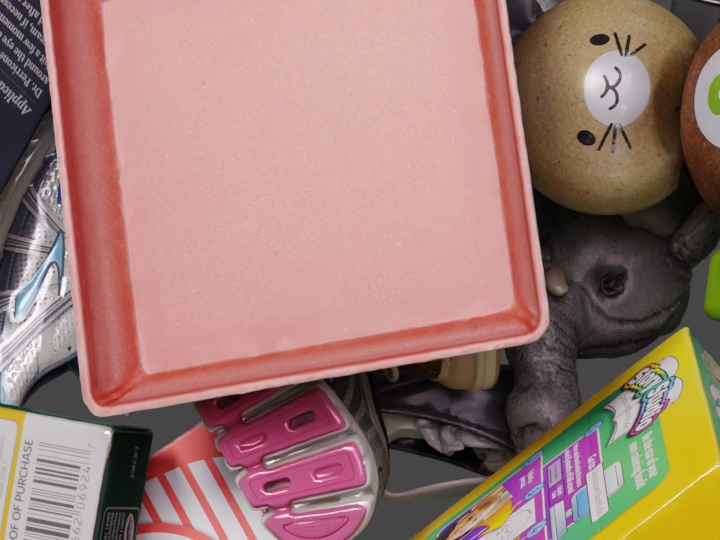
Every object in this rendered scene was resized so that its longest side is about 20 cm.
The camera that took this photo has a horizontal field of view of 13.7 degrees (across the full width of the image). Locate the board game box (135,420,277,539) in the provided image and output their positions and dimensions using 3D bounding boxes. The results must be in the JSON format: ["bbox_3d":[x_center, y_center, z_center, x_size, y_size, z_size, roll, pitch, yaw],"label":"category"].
[{"bbox_3d":[-0.070,0.188,1.302,0.151,0.046,0.201,-34,71,7],"label":"board game box"}]

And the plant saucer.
[{"bbox_3d":[-0.026,-0.051,1.229,0.198,0.037,0.202,-10,78,15],"label":"plant saucer"}]

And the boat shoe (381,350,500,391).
[{"bbox_3d":[0.000,0.000,1.337,0.062,0.074,0.200,-11,27,-23],"label":"boat shoe"}]

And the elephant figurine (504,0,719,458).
[{"bbox_3d":[0.110,-0.021,1.359,0.155,0.141,0.201,-34,69,11],"label":"elephant figurine"}]

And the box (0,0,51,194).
[{"bbox_3d":[-0.242,-0.103,1.352,0.196,0.117,0.201,10,65,41],"label":"box"}]

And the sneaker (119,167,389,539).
[{"bbox_3d":[-0.046,0.030,1.290,0.073,0.087,0.201,-32,78,10],"label":"sneaker"}]

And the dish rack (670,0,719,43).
[{"bbox_3d":[0.240,-0.129,1.395,0.198,0.055,0.154,10,30,4],"label":"dish rack"}]

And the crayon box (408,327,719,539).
[{"bbox_3d":[0.085,0.118,1.184,0.172,0.200,0.058,-38,99,11],"label":"crayon box"}]

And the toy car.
[{"bbox_3d":[0.113,-0.070,1.245,0.198,0.158,0.166,8,86,1],"label":"toy car"}]

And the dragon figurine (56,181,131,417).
[{"bbox_3d":[-0.099,-0.044,1.336,0.099,0.059,0.201,25,89,-24],"label":"dragon figurine"}]

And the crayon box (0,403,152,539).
[{"bbox_3d":[-0.197,0.115,1.297,0.199,0.052,0.127,9,88,19],"label":"crayon box"}]

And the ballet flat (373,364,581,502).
[{"bbox_3d":[0.001,0.069,1.356,0.198,0.073,0.074,7,70,1],"label":"ballet flat"}]

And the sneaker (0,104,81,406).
[{"bbox_3d":[-0.145,0.008,1.384,0.086,0.078,0.201,26,80,1],"label":"sneaker"}]
